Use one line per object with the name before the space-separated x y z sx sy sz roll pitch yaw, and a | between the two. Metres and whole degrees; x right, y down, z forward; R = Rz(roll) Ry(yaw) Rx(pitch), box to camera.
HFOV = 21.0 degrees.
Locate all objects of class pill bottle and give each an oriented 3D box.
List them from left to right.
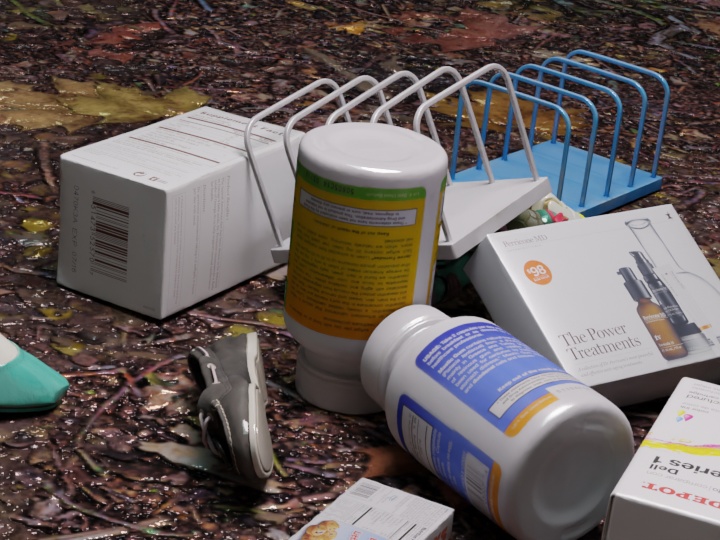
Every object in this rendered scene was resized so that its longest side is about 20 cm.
pill bottle | 0.000 0.000 1.448 0.111 0.201 0.111 5 22 -2
pill bottle | 0.087 0.099 1.352 0.112 0.112 0.200 -9 27 -32

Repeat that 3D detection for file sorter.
file sorter | 0.025 -0.090 1.588 0.200 0.125 0.139 -1 24 42
file sorter | 0.200 -0.135 1.926 0.139 0.123 0.200 23 27 33

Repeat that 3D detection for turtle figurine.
turtle figurine | 0.106 -0.008 1.640 0.200 0.101 0.150 -13 23 -23

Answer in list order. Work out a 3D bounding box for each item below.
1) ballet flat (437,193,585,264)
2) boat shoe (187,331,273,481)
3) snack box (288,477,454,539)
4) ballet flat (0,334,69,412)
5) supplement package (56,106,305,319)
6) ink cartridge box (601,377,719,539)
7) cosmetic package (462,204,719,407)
ballet flat | 0.144 -0.042 1.758 0.199 0.067 0.067 -1 23 -18
boat shoe | -0.095 0.100 1.374 0.057 0.067 0.200 -11 19 0
snack box | -0.014 0.188 1.226 0.072 0.024 0.200 18 25 23
ballet flat | -0.309 0.060 1.391 0.199 0.071 0.067 4 23 -7
supplement package | -0.149 -0.053 1.642 0.117 0.117 0.200 17 24 29
ink cartridge box | 0.253 0.160 1.288 0.144 0.084 0.200 14 25 18
cosmetic package | 0.201 0.030 1.541 0.200 0.052 0.151 -10 57 -34
